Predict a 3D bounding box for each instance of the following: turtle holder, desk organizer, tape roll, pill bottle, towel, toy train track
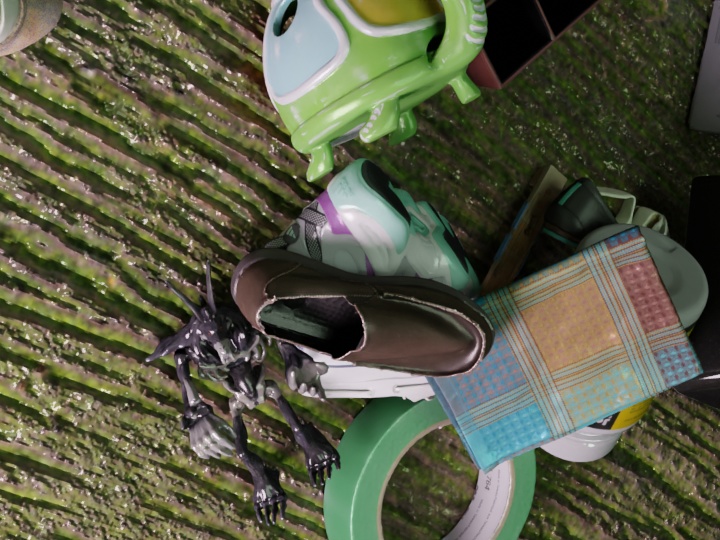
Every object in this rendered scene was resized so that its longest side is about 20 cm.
[{"bbox_3d":[0.004,-0.159,0.894,0.141,0.185,0.132,-26,89,-19],"label":"turtle holder"},{"bbox_3d":[0.143,-0.234,1.025,0.200,0.077,0.072,-42,121,-18],"label":"desk organizer"},{"bbox_3d":[0.064,0.193,1.099,0.200,0.048,0.202,-8,106,-31],"label":"tape roll"},{"bbox_3d":[0.210,0.068,1.081,0.114,0.114,0.201,-16,141,-29],"label":"pill bottle"},{"bbox_3d":[0.151,0.066,0.975,0.199,0.022,0.147,-26,115,11],"label":"towel"},{"bbox_3d":[0.120,-0.004,1.100,0.115,0.032,0.201,37,75,-27],"label":"toy train track"}]

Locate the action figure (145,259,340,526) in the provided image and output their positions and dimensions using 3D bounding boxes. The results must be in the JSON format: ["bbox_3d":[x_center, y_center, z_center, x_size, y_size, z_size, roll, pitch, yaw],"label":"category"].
[{"bbox_3d":[-0.080,0.092,0.947,0.119,0.102,0.201,-30,119,-8],"label":"action figure"}]

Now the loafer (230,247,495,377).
[{"bbox_3d":[0.003,0.044,0.903,0.199,0.071,0.073,12,117,-12],"label":"loafer"}]

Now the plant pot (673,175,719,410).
[{"bbox_3d":[0.408,0.029,1.086,0.199,0.177,0.201,22,71,-35],"label":"plant pot"}]

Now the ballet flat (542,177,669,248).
[{"bbox_3d":[0.239,-0.030,1.128,0.200,0.068,0.069,25,95,-48],"label":"ballet flat"}]

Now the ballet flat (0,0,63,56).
[{"bbox_3d":[-0.273,-0.159,0.777,0.199,0.067,0.068,-12,108,-31],"label":"ballet flat"}]

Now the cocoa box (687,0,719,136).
[{"bbox_3d":[0.429,-0.174,1.153,0.131,0.200,0.134,5,98,-34],"label":"cocoa box"}]

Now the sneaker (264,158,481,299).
[{"bbox_3d":[0.000,0.000,0.987,0.140,0.078,0.200,-35,140,16],"label":"sneaker"}]

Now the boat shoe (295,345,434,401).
[{"bbox_3d":[0.044,0.073,1.027,0.199,0.074,0.066,2,119,-6],"label":"boat shoe"}]
